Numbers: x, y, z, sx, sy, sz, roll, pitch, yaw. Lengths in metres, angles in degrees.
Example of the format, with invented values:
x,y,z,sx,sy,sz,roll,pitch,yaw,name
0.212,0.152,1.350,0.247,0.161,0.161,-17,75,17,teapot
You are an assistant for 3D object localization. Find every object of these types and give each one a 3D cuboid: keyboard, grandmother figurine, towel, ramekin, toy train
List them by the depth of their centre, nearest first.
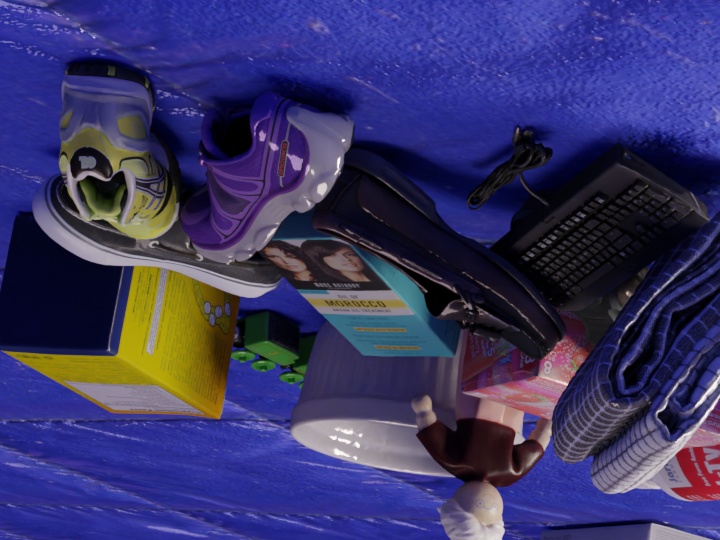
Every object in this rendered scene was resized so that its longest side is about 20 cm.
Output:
x,y,z,sx,sy,sz,roll,pitch,yaw,name
0.129,-0.033,1.414,0.127,0.021,0.200,33,152,-7,keyboard
0.207,0.037,1.415,0.085,0.200,0.166,36,161,6,towel
0.097,0.122,1.724,0.121,0.201,0.061,10,164,-6,grandmother figurine
0.046,0.101,1.855,0.199,0.105,0.200,9,164,2,ramekin
-0.042,0.081,1.953,0.056,0.042,0.200,-16,153,32,toy train

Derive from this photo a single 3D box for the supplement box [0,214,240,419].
x,y,z,sx,sy,sz,roll,pitch,yaw,name
-0.191,0.039,1.755,0.108,0.110,0.200,2,162,23,supplement box

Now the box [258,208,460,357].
x,y,z,sx,sy,sz,roll,pitch,yaw,name
0.000,0.000,1.582,0.082,0.049,0.200,0,154,28,box

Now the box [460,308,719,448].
x,y,z,sx,sy,sz,roll,pitch,yaw,name
0.184,0.064,1.661,0.200,0.103,0.095,20,161,-31,box

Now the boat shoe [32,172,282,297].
x,y,z,sx,sy,sz,roll,pitch,yaw,name
-0.134,-0.035,1.570,0.199,0.069,0.057,16,143,-29,boat shoe

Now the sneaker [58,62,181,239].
x,y,z,sx,sy,sz,roll,pitch,yaw,name
-0.164,-0.060,1.434,0.075,0.077,0.200,6,158,9,sneaker

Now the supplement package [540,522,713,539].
x,y,z,sx,sy,sz,roll,pitch,yaw,name
0.330,0.374,2.638,0.155,0.111,0.200,18,161,-33,supplement package

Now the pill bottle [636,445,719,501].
x,y,z,sx,sy,sz,roll,pitch,yaw,name
0.302,0.132,1.814,0.112,0.113,0.200,21,160,-36,pill bottle

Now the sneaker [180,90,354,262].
x,y,z,sx,sy,sz,roll,pitch,yaw,name
-0.074,-0.071,1.421,0.083,0.081,0.200,30,151,-14,sneaker

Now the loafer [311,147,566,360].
x,y,z,sx,sy,sz,roll,pitch,yaw,name
0.049,0.003,1.466,0.200,0.063,0.072,41,160,-17,loafer

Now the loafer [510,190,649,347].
x,y,z,sx,sy,sz,roll,pitch,yaw,name
0.169,0.002,1.531,0.072,0.063,0.200,8,149,42,loafer
